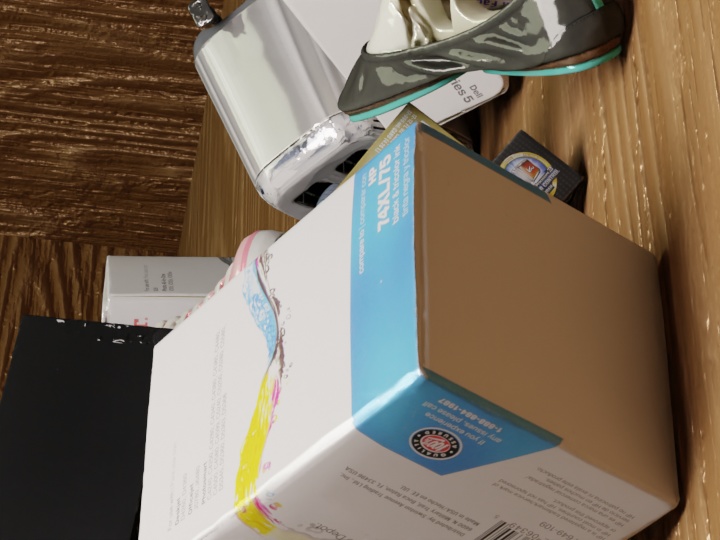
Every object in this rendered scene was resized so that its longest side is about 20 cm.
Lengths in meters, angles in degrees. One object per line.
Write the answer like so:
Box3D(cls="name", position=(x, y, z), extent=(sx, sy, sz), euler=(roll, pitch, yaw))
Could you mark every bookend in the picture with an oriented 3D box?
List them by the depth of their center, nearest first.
Box3D(cls="bookend", position=(-0.145, 0.159, 1.606), extent=(0.199, 0.092, 0.200), euler=(72, -154, -61))

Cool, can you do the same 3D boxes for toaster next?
Box3D(cls="toaster", position=(-0.016, -0.104, 1.798), extent=(0.114, 0.200, 0.129), euler=(-36, 62, 23))

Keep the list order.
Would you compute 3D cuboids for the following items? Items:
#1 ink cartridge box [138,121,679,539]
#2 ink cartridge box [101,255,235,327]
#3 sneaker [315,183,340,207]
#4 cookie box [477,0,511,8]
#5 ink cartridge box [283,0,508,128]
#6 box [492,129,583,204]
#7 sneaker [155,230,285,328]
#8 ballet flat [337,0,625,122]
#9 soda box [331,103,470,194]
Box3D(cls="ink cartridge box", position=(0.017, 0.068, 1.276), extent=(0.200, 0.147, 0.146), euler=(-39, 36, 36))
Box3D(cls="ink cartridge box", position=(-0.066, 0.069, 1.809), extent=(0.084, 0.199, 0.146), euler=(-105, 18, -69))
Box3D(cls="sneaker", position=(0.000, 0.000, 1.655), extent=(0.200, 0.086, 0.078), euler=(-49, -12, -38))
Box3D(cls="cookie box", position=(0.089, -0.255, 1.555), extent=(0.171, 0.075, 0.200), euler=(-96, 14, -62))
Box3D(cls="ink cartridge box", position=(0.018, -0.199, 1.726), extent=(0.146, 0.084, 0.200), euler=(49, -154, -33))
Box3D(cls="box", position=(0.036, 0.032, 1.528), extent=(0.160, 0.044, 0.200), euler=(-47, -10, -25))
Box3D(cls="sneaker", position=(-0.084, 0.045, 1.678), extent=(0.200, 0.104, 0.076), euler=(84, -165, -56))
Box3D(cls="ballet flat", position=(0.055, -0.127, 1.474), extent=(0.200, 0.068, 0.069), euler=(-11, 107, 46))
Box3D(cls="soda box", position=(-0.012, 0.010, 1.549), extent=(0.200, 0.064, 0.068), euler=(-51, -9, -7))
